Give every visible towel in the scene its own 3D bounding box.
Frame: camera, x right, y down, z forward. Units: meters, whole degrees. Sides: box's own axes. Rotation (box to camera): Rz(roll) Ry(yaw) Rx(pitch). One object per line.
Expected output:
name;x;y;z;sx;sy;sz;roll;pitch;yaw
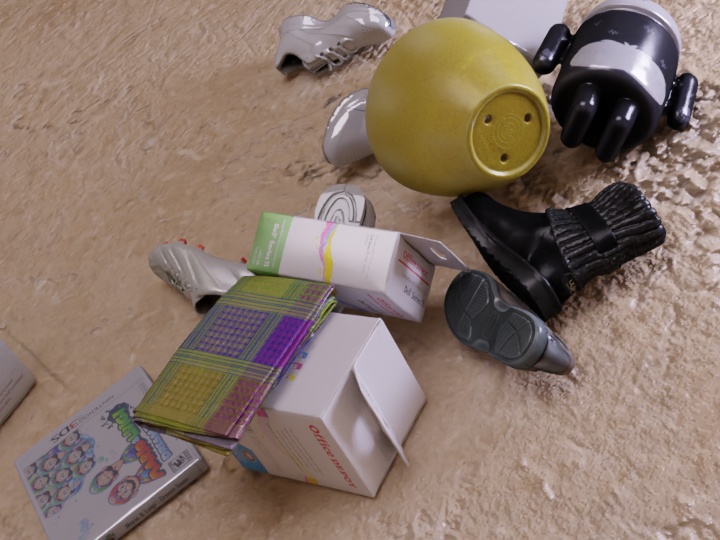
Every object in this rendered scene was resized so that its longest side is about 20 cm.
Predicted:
towel;-0.121;0.085;1.227;0.143;0.023;0.200;6;51;39

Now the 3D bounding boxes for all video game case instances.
video game case;-0.278;0.212;1.396;0.182;0.024;0.200;-38;39;-7

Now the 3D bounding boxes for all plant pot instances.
plant pot;0.124;-0.162;1.376;0.200;0.200;0.142;-38;30;-9

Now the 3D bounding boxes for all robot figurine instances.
robot figurine;0.282;-0.212;1.409;0.125;0.150;0.200;-15;37;43

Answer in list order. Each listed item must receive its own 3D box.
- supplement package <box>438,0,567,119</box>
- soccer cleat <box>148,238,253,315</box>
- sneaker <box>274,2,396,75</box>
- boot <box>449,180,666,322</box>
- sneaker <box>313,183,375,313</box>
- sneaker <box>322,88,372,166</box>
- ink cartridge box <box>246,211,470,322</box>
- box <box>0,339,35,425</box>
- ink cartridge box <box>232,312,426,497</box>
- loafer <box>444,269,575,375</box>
supplement package;0.167;-0.303;1.546;0.120;0.121;0.200;-47;17;48
soccer cleat;-0.191;0.014;1.521;0.200;0.069;0.078;12;58;37
sneaker;-0.036;-0.315;1.782;0.200;0.074;0.087;-6;56;37
boot;0.202;-0.049;1.319;0.158;0.079;0.211;-37;44;-3
sneaker;-0.030;0.007;1.424;0.076;0.081;0.201;18;78;22
sneaker;0.042;-0.192;1.574;0.200;0.075;0.087;-35;43;-4
ink cartridge box;0.000;0.000;1.303;0.199;0.117;0.068;9;78;25
box;-0.552;0.136;1.537;0.199;0.172;0.200;10;54;39
ink cartridge box;-0.041;0.125;1.252;0.200;0.129;0.125;6;51;36
loafer;0.144;0.058;1.267;0.072;0.063;0.200;-59;25;7
